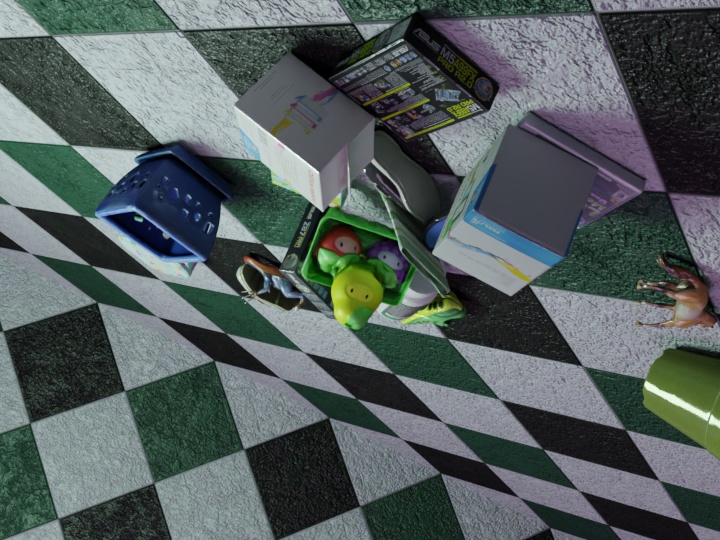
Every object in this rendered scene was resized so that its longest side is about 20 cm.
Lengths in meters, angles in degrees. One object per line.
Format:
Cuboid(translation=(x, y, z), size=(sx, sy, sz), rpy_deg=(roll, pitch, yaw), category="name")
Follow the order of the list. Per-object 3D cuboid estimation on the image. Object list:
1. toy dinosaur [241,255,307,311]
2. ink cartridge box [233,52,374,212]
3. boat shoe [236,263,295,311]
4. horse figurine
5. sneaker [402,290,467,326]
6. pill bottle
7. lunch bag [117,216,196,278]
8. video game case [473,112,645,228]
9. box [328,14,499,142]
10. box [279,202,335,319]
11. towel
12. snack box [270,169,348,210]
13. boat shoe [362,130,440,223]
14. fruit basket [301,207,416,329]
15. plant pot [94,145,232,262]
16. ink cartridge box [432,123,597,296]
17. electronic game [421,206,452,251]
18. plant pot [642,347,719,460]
Cuboid(translation=(-0.198, 0.014, 2.296), size=(0.182, 0.199, 0.105), rpy_deg=(52, -168, -6), category="toy dinosaur")
Cuboid(translation=(-0.072, -0.200, 1.416), size=(0.199, 0.125, 0.129), rpy_deg=(39, 164, 14), category="ink cartridge box")
Cuboid(translation=(-0.254, 0.048, 2.398), size=(0.068, 0.075, 0.200), rpy_deg=(-1, 149, 40), category="boat shoe")
Cuboid(translation=(0.514, 0.048, 1.519), size=(0.131, 0.050, 0.201), rpy_deg=(4, 148, 18), category="horse figurine")
Cuboid(translation=(0.155, 0.094, 2.030), size=(0.083, 0.075, 0.199), rpy_deg=(37, 157, -20), category="sneaker")
Cuboid(translation=(0.096, 0.026, 1.874), size=(0.112, 0.114, 0.200), rpy_deg=(27, 160, -6), category="pill bottle")
Cuboid(translation=(-0.517, -0.059, 2.439), size=(0.159, 0.078, 0.200), rpy_deg=(6, 153, 39), category="lunch bag")
Cuboid(translation=(0.285, -0.140, 1.373), size=(0.198, 0.024, 0.182), rpy_deg=(28, 160, -8), category="video game case")
Cuboid(translation=(0.070, -0.260, 1.300), size=(0.160, 0.045, 0.199), rpy_deg=(34, 159, -24), category="box")
Cuboid(translation=(-0.069, -0.017, 1.892), size=(0.049, 0.162, 0.200), rpy_deg=(9, 154, 37), category="box")
Cuboid(translation=(0.087, -0.060, 1.611), size=(0.023, 0.201, 0.152), rpy_deg=(-33, 131, 16), category="towel")
Cuboid(translation=(-0.087, -0.190, 1.642), size=(0.141, 0.053, 0.200), rpy_deg=(24, 161, 6), category="snack box")
Cuboid(translation=(0.057, -0.150, 1.543), size=(0.060, 0.074, 0.200), rpy_deg=(1, 147, 49), category="boat shoe")
Cuboid(translation=(0.000, 0.000, 1.688), size=(0.214, 0.216, 0.157), rpy_deg=(24, 118, 2), category="fruit basket")
Cuboid(translation=(-0.394, -0.142, 1.938), size=(0.200, 0.181, 0.199), rpy_deg=(39, 156, -32), category="plant pot")
Cuboid(translation=(0.217, -0.081, 1.355), size=(0.145, 0.148, 0.200), rpy_deg=(26, 159, -4), category="ink cartridge box")
Cuboid(translation=(0.201, -0.060, 1.563), size=(0.197, 0.042, 0.200), rpy_deg=(1, 156, 1), category="electronic game")
Cuboid(translation=(0.622, 0.230, 1.697), size=(0.189, 0.201, 0.200), rpy_deg=(26, 165, 40), category="plant pot")
